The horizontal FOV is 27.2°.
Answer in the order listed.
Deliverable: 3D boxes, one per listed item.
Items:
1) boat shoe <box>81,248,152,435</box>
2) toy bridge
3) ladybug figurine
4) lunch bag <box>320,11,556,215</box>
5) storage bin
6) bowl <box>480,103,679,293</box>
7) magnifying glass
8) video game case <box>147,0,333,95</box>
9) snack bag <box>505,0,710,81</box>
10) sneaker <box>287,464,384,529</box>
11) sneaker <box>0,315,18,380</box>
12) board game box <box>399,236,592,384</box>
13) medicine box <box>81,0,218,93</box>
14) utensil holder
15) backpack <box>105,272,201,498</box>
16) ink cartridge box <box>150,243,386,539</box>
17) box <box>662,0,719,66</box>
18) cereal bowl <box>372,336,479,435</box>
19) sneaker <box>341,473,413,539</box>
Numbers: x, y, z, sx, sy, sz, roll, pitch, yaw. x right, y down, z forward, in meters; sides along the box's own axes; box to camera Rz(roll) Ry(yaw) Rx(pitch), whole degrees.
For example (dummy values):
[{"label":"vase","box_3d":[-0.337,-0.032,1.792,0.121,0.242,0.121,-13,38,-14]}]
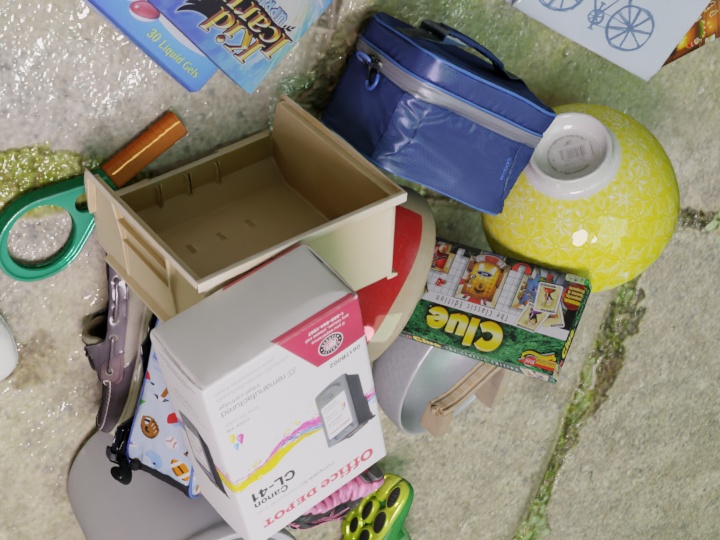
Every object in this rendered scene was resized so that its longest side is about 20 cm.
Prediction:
[{"label":"boat shoe","box_3d":[-0.221,0.061,1.351,0.064,0.072,0.201,10,121,-15]},{"label":"toy bridge","box_3d":[0.140,0.111,1.550,0.199,0.027,0.067,-23,143,-42]},{"label":"ladybug figurine","box_3d":[0.000,0.000,1.395,0.072,0.135,0.201,37,57,-36]},{"label":"lunch bag","box_3d":[0.070,-0.154,1.361,0.199,0.136,0.133,19,106,-39]},{"label":"storage bin","box_3d":[-0.100,-0.044,1.255,0.199,0.198,0.094,-25,137,-27]},{"label":"bowl","box_3d":[0.207,-0.090,1.434,0.200,0.200,0.108,-37,150,-8]},{"label":"magnifying glass","box_3d":[-0.233,-0.066,1.289,0.200,0.022,0.080,-41,136,-8]},{"label":"video game case","box_3d":[-0.089,-0.259,1.110,0.181,0.045,0.200,-47,133,2]},{"label":"snack bag","box_3d":[0.266,-0.296,1.429,0.188,0.021,0.200,22,119,-27]},{"label":"sneaker","box_3d":[-0.060,0.241,1.549,0.199,0.079,0.096,0,135,-52]},{"label":"sneaker","box_3d":[-0.348,0.044,1.241,0.073,0.085,0.200,-42,134,-7]},{"label":"board game box","box_3d":[0.108,0.031,1.411,0.105,0.199,0.023,-67,158,-17]},{"label":"medicine box","box_3d":[-0.141,-0.278,1.164,0.200,0.103,0.182,-48,133,2]},{"label":"utensil holder","box_3d":[-0.169,0.248,1.403,0.169,0.200,0.171,-18,130,-24]},{"label":"backpack","box_3d":[-0.118,0.089,1.327,0.200,0.153,0.192,-44,145,-58]},{"label":"ink cartridge box","box_3d":[-0.067,0.100,1.180,0.147,0.086,0.201,-32,137,-20]},{"label":"box","box_3d":[0.318,-0.311,1.493,0.136,0.039,0.201,-28,130,-16]},{"label":"cereal bowl","box_3d":[0.083,0.066,1.526,0.200,0.083,0.201,-36,151,-23]},{"label":"sneaker","box_3d":[0.025,0.301,1.663,0.083,0.074,0.201,-5,129,-29]}]
